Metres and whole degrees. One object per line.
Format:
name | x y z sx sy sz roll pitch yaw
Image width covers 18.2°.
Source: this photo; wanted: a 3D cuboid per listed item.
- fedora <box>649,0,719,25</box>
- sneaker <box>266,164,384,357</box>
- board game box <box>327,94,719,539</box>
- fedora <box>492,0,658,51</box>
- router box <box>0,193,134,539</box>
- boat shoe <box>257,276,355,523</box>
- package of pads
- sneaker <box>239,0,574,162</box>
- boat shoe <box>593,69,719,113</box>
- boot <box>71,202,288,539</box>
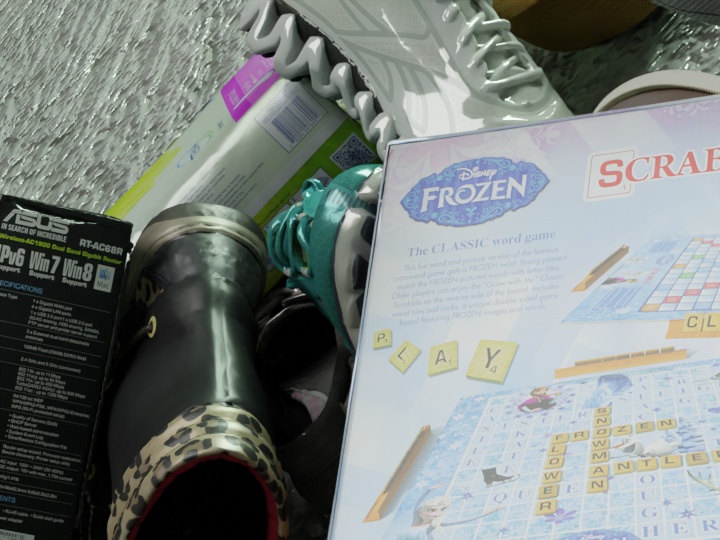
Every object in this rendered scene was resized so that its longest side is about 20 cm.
fedora | 0.146 -0.150 0.850 0.177 0.200 0.090 -50 -12 -52
sneaker | 0.000 0.000 0.849 0.200 0.079 0.078 57 -124 -79
board game box | 0.090 0.042 0.670 0.199 0.041 0.200 -6 60 28
fedora | 0.091 -0.157 1.012 0.200 0.082 0.201 -37 28 24
router box | -0.156 0.052 0.926 0.200 0.062 0.151 174 107 -71
boat shoe | -0.019 0.039 0.948 0.067 0.057 0.200 -44 26 11
package of pads | -0.068 -0.029 1.057 0.155 0.068 0.200 -47 9 2
sneaker | 0.032 -0.086 0.913 0.200 0.075 0.081 39 122 29
boat shoe | 0.136 -0.024 0.777 0.200 0.072 0.060 11 60 55
boot | -0.073 0.093 0.872 0.151 0.073 0.201 -102 27 -56
